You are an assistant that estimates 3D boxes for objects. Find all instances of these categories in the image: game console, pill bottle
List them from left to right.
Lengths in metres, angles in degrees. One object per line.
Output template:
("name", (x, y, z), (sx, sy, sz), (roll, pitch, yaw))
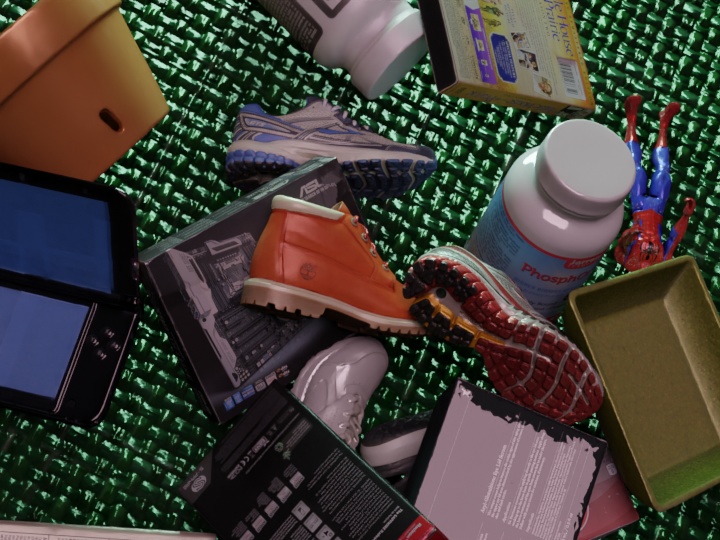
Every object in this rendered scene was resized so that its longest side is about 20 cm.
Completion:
("game console", (-0.291, 0.016, 1.353), (0.197, 0.119, 0.174), (12, 68, 14))
("pill bottle", (-0.028, -0.264, 1.531), (0.116, 0.116, 0.200), (-41, 83, -21))
("pill bottle", (0.164, -0.038, 1.427), (0.107, 0.201, 0.110), (9, 56, -13))

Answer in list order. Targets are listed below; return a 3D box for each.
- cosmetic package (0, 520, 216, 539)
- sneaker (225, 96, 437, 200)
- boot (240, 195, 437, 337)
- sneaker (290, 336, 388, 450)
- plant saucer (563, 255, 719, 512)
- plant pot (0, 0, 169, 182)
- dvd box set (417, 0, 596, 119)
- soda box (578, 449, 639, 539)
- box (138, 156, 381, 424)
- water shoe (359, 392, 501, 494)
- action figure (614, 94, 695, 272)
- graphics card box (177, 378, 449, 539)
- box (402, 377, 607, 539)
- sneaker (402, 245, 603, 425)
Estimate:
("cosmetic package", (-0.220, 0.265, 1.323), (0.197, 0.087, 0.105), (6, 68, -8))
("sneaker", (-0.025, -0.121, 1.505), (0.197, 0.077, 0.086), (4, 66, -10))
("boot", (0.000, 0.000, 1.395), (0.198, 0.075, 0.109), (16, 79, -27))
("sneaker", (-0.027, 0.148, 1.390), (0.099, 0.078, 0.201), (24, 71, 40))
("plant saucer", (0.266, 0.102, 1.458), (0.198, 0.048, 0.202), (-14, 79, -45))
("plant pot", (-0.261, -0.146, 1.415), (0.200, 0.200, 0.140), (-44, 100, -21))
("dvd box set", (0.135, -0.225, 1.540), (0.198, 0.029, 0.148), (4, 68, -43))
("soda box", (0.137, 0.226, 1.419), (0.198, 0.063, 0.071), (-19, 77, -16))
("box", (-0.079, 0.014, 1.425), (0.199, 0.050, 0.159), (-29, 106, -19))
("water shoe", (0.094, 0.161, 1.444), (0.197, 0.071, 0.080), (-11, 100, -16))
("action figure", (0.279, -0.076, 1.538), (0.064, 0.099, 0.203), (8, 72, -7))
("graphics card box", (-0.040, 0.195, 1.295), (0.200, 0.051, 0.126), (39, 85, 31))
("box", (0.102, 0.212, 1.341), (0.140, 0.079, 0.202), (24, 70, -6))
("sneaker", (0.130, 0.047, 1.381), (0.200, 0.078, 0.082), (43, 28, 0))
